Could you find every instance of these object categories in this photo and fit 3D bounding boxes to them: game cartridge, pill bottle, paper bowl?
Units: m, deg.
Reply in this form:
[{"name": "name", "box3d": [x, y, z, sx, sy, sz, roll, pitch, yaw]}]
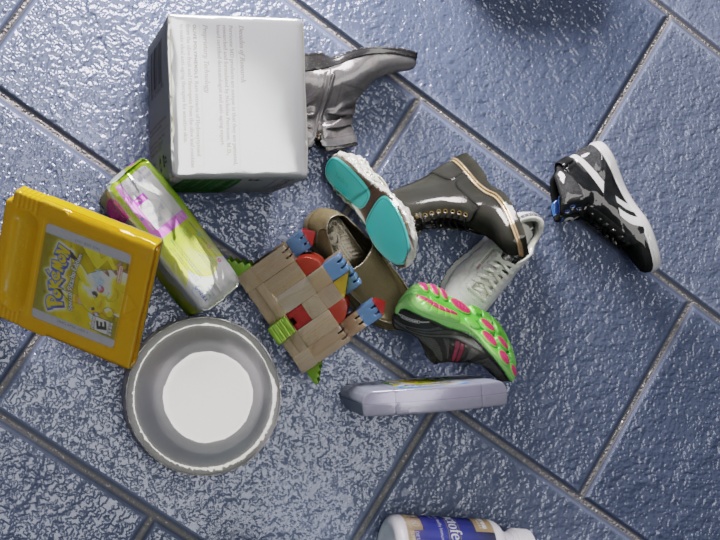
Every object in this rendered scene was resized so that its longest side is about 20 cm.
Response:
[{"name": "game cartridge", "box3d": [0.084, 0.163, 1.743, 0.198, 0.133, 0.041, -3, 94, -16]}, {"name": "game cartridge", "box3d": [-0.349, 0.009, 1.609, 0.198, 0.032, 0.178, 19, 115, 7]}, {"name": "pill bottle", "box3d": [0.127, 0.384, 1.749, 0.198, 0.116, 0.117, 6, 85, -16]}, {"name": "paper bowl", "box3d": [-0.199, 0.159, 1.680, 0.199, 0.104, 0.203, 1, 87, -15]}]

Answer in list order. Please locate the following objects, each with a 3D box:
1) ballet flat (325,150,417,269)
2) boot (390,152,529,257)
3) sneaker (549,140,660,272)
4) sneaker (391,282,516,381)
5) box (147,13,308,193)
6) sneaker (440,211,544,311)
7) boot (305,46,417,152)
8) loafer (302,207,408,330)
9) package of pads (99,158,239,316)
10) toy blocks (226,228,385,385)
[{"name": "ballet flat", "box3d": [0.029, -0.086, 1.741, 0.071, 0.072, 0.200, -28, 61, -15]}, {"name": "boot", "box3d": [0.124, -0.063, 1.761, 0.137, 0.200, 0.078, -23, 130, -11]}, {"name": "sneaker", "box3d": [0.332, -0.071, 1.865, 0.111, 0.073, 0.201, -26, 85, -12]}, {"name": "sneaker", "box3d": [0.127, 0.089, 1.769, 0.199, 0.084, 0.077, 34, 35, -17]}, {"name": "box", "box3d": [-0.170, -0.202, 1.663, 0.170, 0.199, 0.202, -2, 88, -17]}, {"name": "sneaker", "box3d": [0.176, 0.000, 1.807, 0.076, 0.080, 0.201, 37, 82, -13]}, {"name": "boot", "box3d": [-0.015, -0.229, 1.785, 0.198, 0.070, 0.133, -8, 93, -7]}, {"name": "loafer", "box3d": [0.000, 0.000, 1.764, 0.200, 0.067, 0.076, 46, 76, -8]}, {"name": "package of pads", "box3d": [-0.240, -0.039, 1.655, 0.068, 0.154, 0.200, -39, 97, -14]}, {"name": "toy blocks", "box3d": [-0.060, 0.028, 1.706, 0.136, 0.100, 0.201, -34, 96, 7]}]
